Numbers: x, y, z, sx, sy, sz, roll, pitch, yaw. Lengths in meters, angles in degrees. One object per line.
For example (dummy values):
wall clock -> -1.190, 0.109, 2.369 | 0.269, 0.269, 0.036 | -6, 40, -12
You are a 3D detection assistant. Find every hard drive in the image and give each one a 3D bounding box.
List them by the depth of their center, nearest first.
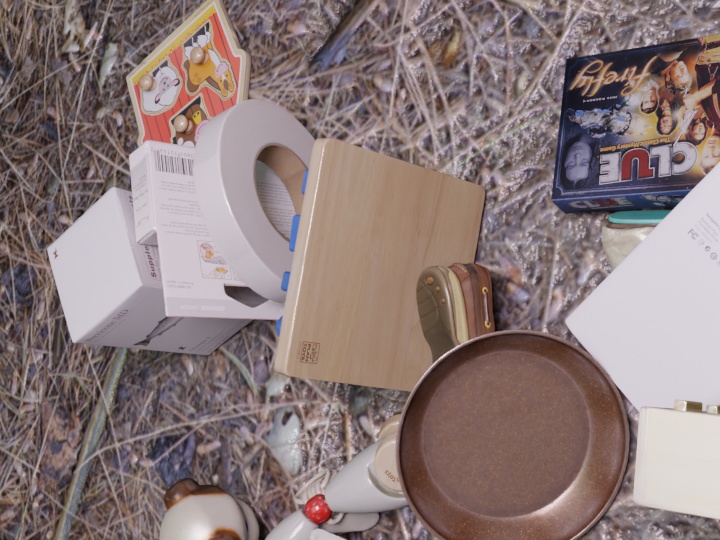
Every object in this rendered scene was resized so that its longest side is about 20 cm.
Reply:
hard drive -> 0.264, 0.026, 0.781 | 0.132, 0.025, 0.201 | 51, 130, 17

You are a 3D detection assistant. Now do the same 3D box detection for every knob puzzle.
knob puzzle -> -0.208, -0.203, 1.210 | 0.217, 0.030, 0.224 | -6, 79, 35

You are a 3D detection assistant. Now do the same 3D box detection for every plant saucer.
plant saucer -> 0.126, 0.145, 0.854 | 0.197, 0.037, 0.204 | -1, 101, -4

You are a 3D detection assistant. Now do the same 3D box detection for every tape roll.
tape roll -> -0.082, -0.068, 0.992 | 0.037, 0.202, 0.206 | -22, 71, 30

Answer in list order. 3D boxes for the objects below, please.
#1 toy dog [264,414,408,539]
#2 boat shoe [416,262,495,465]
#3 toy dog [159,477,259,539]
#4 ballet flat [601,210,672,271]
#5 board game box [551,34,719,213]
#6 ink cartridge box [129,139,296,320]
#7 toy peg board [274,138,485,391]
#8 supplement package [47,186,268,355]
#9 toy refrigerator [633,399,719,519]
toy dog -> 0.009, 0.225, 0.945 | 0.097, 0.132, 0.200 | 48, 121, -1
boat shoe -> 0.102, 0.092, 0.910 | 0.072, 0.067, 0.204 | 3, 102, 63
toy dog -> -0.178, 0.302, 1.017 | 0.202, 0.192, 0.140 | -59, 43, 21
ballet flat -> 0.289, -0.021, 0.807 | 0.198, 0.067, 0.063 | -1, 102, 42
board game box -> 0.261, -0.122, 0.837 | 0.198, 0.034, 0.138 | -3, 71, 36
ink cartridge box -> -0.130, -0.030, 1.019 | 0.044, 0.198, 0.179 | -26, 67, 45
toy peg board -> 0.000, 0.000, 0.935 | 0.097, 0.197, 0.204 | 7, 87, 52
supplement package -> -0.209, 0.007, 1.072 | 0.116, 0.199, 0.119 | -35, 64, 27
toy refrigerator -> 0.263, 0.130, 0.708 | 0.075, 0.199, 0.071 | 3, 84, 36
